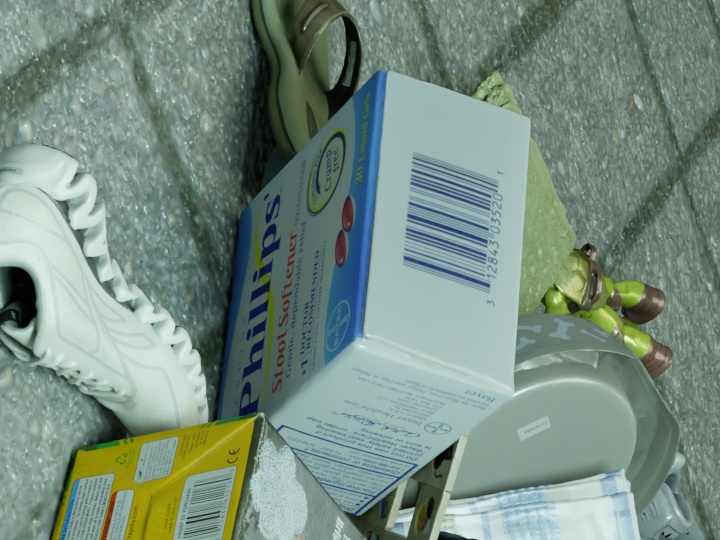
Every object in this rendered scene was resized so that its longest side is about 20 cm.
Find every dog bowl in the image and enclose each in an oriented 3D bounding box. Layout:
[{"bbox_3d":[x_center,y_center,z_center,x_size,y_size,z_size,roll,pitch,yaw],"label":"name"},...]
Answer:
[{"bbox_3d":[0.107,0.113,1.814,0.200,0.200,0.059,49,5,-43],"label":"dog bowl"}]

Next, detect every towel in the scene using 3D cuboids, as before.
[{"bbox_3d":[0.077,-0.019,1.852,0.149,0.036,0.200,61,42,-31],"label":"towel"},{"bbox_3d":[0.089,0.213,1.762,0.024,0.200,0.147,145,-64,-76],"label":"towel"}]

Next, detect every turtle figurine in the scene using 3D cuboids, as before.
[{"bbox_3d":[0.150,0.008,1.983,0.161,0.064,0.200,27,28,-34],"label":"turtle figurine"}]

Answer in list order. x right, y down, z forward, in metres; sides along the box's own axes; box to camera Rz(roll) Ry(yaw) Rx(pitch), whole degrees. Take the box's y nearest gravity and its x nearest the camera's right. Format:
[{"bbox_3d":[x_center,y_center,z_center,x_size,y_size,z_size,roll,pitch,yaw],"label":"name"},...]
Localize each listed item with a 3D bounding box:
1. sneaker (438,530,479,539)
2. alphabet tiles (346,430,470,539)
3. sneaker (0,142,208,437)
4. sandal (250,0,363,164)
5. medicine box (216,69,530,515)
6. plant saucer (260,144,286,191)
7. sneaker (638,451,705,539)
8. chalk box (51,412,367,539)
[{"bbox_3d":[0.065,0.233,1.637,0.130,0.079,0.199,76,2,-55],"label":"sneaker"},{"bbox_3d":[0.030,0.087,1.647,0.008,0.167,0.200,18,88,-20],"label":"alphabet tiles"},{"bbox_3d":[-0.151,0.030,1.482,0.200,0.075,0.081,59,46,-29],"label":"sneaker"},{"bbox_3d":[-0.025,-0.133,1.775,0.080,0.057,0.201,45,29,-47],"label":"sandal"},{"bbox_3d":[0.005,0.016,1.613,0.103,0.200,0.183,18,58,-21],"label":"medicine box"},{"bbox_3d":[0.000,0.000,1.806,0.201,0.039,0.201,32,52,-54],"label":"plant saucer"},{"bbox_3d":[0.178,0.215,1.977,0.075,0.115,0.200,42,44,-48],"label":"sneaker"},{"bbox_3d":[-0.067,0.190,1.509,0.200,0.124,0.125,55,34,-40],"label":"chalk box"}]
